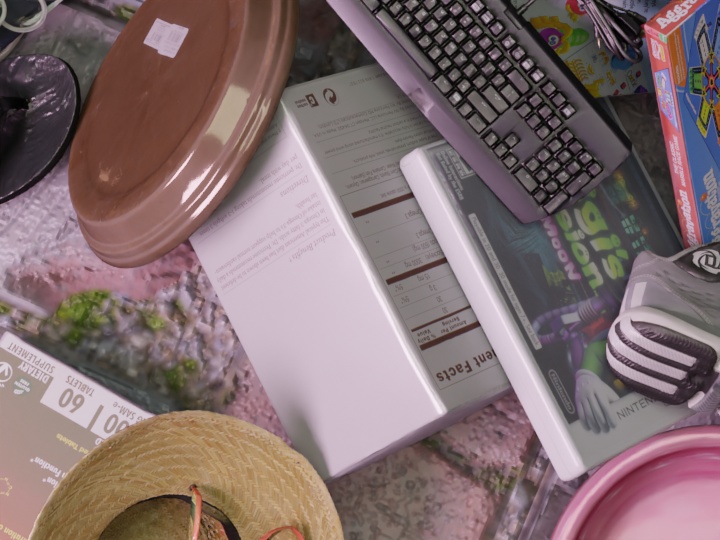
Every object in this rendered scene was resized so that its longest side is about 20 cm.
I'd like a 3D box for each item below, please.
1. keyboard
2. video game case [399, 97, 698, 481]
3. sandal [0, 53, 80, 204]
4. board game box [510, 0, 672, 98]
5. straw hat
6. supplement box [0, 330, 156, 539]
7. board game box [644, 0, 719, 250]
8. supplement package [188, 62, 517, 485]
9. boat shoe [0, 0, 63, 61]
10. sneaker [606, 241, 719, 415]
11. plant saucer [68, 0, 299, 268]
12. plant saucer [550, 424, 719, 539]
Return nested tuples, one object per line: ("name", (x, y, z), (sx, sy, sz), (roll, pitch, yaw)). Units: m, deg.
("keyboard", (0.078, -0.133, 1.321), (0.127, 0.021, 0.200), (-42, 98, 3))
("video game case", (0.128, 0.002, 1.378), (0.182, 0.023, 0.200), (-21, 81, -47))
("sandal", (-0.252, -0.061, 1.407), (0.200, 0.048, 0.075), (-30, 78, 4))
("board game box", (0.148, -0.173, 1.401), (0.199, 0.105, 0.103), (-6, 48, -2))
("straw hat", (-0.116, 0.159, 1.335), (0.201, 0.085, 0.202), (-9, 107, -30))
("supplement box", (-0.206, 0.148, 1.390), (0.109, 0.061, 0.200), (29, 84, 1))
("board game box", (0.213, -0.093, 1.364), (0.103, 0.200, 0.019), (-41, 51, -20))
("supplement package", (0.000, 0.000, 1.365), (0.117, 0.117, 0.200), (-20, 82, -48))
("boat shoe", (-0.204, -0.175, 1.430), (0.200, 0.062, 0.075), (-30, 83, -5))
("sneaker", (0.238, 0.040, 1.371), (0.200, 0.075, 0.116), (26, 43, -11))
("plant saucer", (-0.106, -0.097, 1.363), (0.029, 0.200, 0.200), (28, 82, -29))
("plant saucer", (0.201, 0.190, 1.395), (0.200, 0.051, 0.201), (0, 87, -2))
